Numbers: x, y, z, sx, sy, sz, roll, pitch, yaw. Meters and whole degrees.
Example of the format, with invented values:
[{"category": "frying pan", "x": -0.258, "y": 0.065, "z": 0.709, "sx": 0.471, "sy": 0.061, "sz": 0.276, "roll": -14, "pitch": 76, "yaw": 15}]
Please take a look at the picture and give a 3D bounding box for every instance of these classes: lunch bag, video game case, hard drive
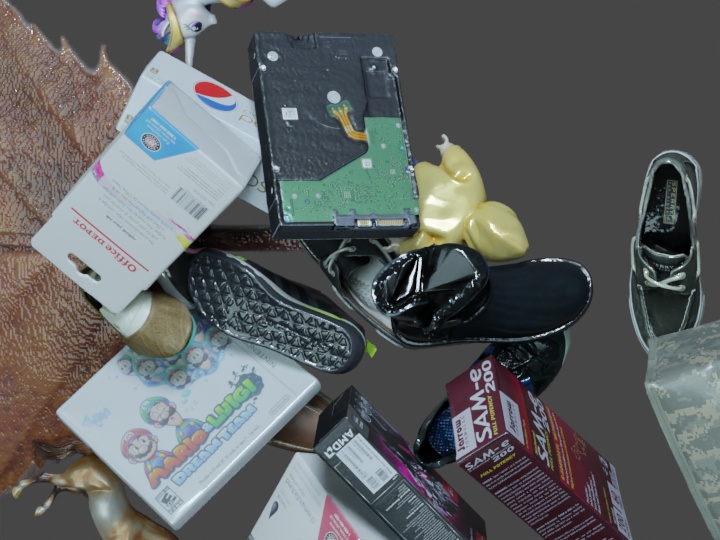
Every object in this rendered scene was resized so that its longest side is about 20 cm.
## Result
[{"category": "lunch bag", "x": 0.367, "y": 0.143, "z": 1.567, "sx": 0.164, "sy": 0.118, "sz": 0.200, "roll": -18, "pitch": 108, "yaw": 19}, {"category": "video game case", "x": -0.170, "y": 0.128, "z": 1.709, "sx": 0.182, "sy": 0.024, "sz": 0.200, "roll": 39, "pitch": 74, "yaw": 27}, {"category": "hard drive", "x": -0.025, "y": -0.125, "z": 1.607, "sx": 0.139, "sy": 0.038, "sz": 0.200, "roll": -2, "pitch": 67, "yaw": -18}]

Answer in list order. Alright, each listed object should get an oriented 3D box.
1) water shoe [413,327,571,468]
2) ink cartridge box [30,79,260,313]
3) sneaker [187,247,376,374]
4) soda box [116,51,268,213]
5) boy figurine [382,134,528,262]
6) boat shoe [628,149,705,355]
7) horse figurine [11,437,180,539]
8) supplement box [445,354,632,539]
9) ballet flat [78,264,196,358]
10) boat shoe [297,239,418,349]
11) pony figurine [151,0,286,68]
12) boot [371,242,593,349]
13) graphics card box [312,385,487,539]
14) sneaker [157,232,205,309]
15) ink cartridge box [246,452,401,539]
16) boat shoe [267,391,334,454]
[{"category": "water shoe", "x": 0.129, "y": 0.118, "z": 1.664, "sx": 0.071, "sy": 0.079, "sz": 0.200, "roll": 40, "pitch": 110, "yaw": 7}, {"category": "ink cartridge box", "x": -0.203, "y": -0.065, "z": 1.620, "sx": 0.115, "sy": 0.068, "sz": 0.200, "roll": 41, "pitch": 119, "yaw": -12}, {"category": "sneaker", "x": -0.079, "y": 0.042, "z": 1.713, "sx": 0.200, "sy": 0.083, "sz": 0.072, "roll": 31, "pitch": 107, "yaw": 5}, {"category": "soda box", "x": -0.124, "y": -0.124, "z": 1.645, "sx": 0.200, "sy": 0.064, "sz": 0.068, "roll": 29, "pitch": 122, "yaw": -5}, {"category": "boy figurine", "x": 0.071, "y": -0.066, "z": 1.654, "sx": 0.200, "sy": 0.064, "sz": 0.125, "roll": 21, "pitch": 85, "yaw": 10}, {"category": "boat shoe", "x": 0.278, "y": -0.009, "z": 1.597, "sx": 0.071, "sy": 0.064, "sz": 0.201, "roll": 2, "pitch": 102, "yaw": 18}, {"category": "horse figurine", "x": -0.282, "y": 0.255, "z": 1.839, "sx": 0.132, "sy": 0.050, "sz": 0.200, "roll": -29, "pitch": 85, "yaw": 9}, {"category": "supplement box", "x": 0.165, "y": 0.180, "z": 1.602, "sx": 0.061, "sy": 0.109, "sz": 0.200, "roll": -36, "pitch": 123, "yaw": 21}, {"category": "ballet flat", "x": -0.231, "y": 0.033, "z": 1.713, "sx": 0.072, "sy": 0.200, "sz": 0.068, "roll": 33, "pitch": 90, "yaw": -32}, {"category": "boat shoe", "x": 0.000, "y": 0.000, "z": 1.692, "sx": 0.074, "sy": 0.060, "sz": 0.200, "roll": -44, "pitch": 86, "yaw": 21}, {"category": "pony figurine", "x": -0.140, "y": -0.312, "z": 1.642, "sx": 0.200, "sy": 0.167, "sz": 0.193, "roll": -28, "pitch": 99, "yaw": 6}, {"category": "boot", "x": 0.114, "y": 0.020, "z": 1.567, "sx": 0.200, "sy": 0.168, "sz": 0.077, "roll": -10, "pitch": 77, "yaw": 3}, {"category": "graphics card box", "x": 0.040, "y": 0.208, "z": 1.668, "sx": 0.051, "sy": 0.125, "sz": 0.200, "roll": -44, "pitch": 95, "yaw": 9}, {"category": "sneaker", "x": -0.164, "y": -0.065, "z": 1.721, "sx": 0.099, "sy": 0.071, "sz": 0.201, "roll": -13, "pitch": 88, "yaw": 24}, {"category": "ink cartridge box", "x": -0.048, "y": 0.303, "z": 1.724, "sx": 0.146, "sy": 0.085, "sz": 0.200, "roll": 49, "pitch": 119, "yaw": 46}, {"category": "boat shoe", "x": -0.110, "y": 0.142, "z": 1.751, "sx": 0.200, "sy": 0.072, "sz": 0.076, "roll": 17, "pitch": 106, "yaw": 14}]
